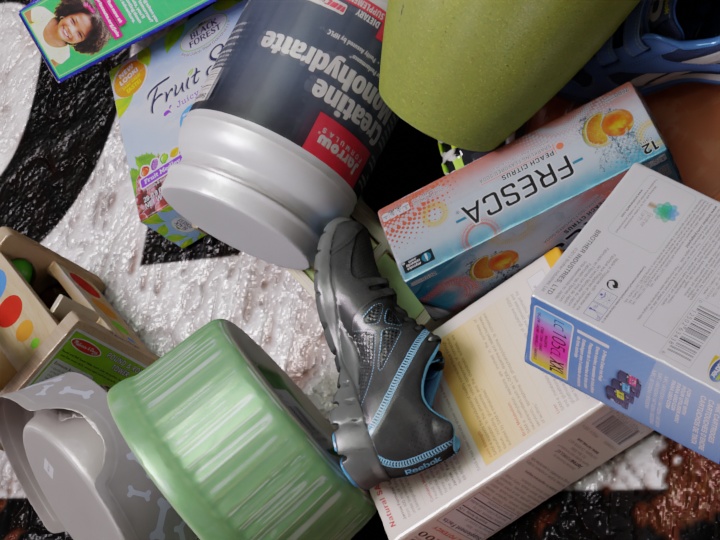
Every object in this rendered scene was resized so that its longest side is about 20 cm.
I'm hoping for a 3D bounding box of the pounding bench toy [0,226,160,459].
[{"bbox_3d":[-0.284,0.050,1.385,0.124,0.200,0.156,-49,51,5],"label":"pounding bench toy"}]

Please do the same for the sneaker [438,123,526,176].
[{"bbox_3d":[0.074,-0.104,1.271,0.072,0.083,0.201,-18,58,64],"label":"sneaker"}]

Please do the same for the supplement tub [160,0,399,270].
[{"bbox_3d":[-0.046,-0.116,1.259,0.140,0.140,0.200,16,74,38],"label":"supplement tub"}]

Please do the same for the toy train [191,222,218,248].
[{"bbox_3d":[-0.085,-0.113,1.351,0.046,0.034,0.201,16,80,38],"label":"toy train"}]

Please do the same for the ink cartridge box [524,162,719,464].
[{"bbox_3d":[0.221,0.037,1.074,0.200,0.076,0.137,27,58,24],"label":"ink cartridge box"}]

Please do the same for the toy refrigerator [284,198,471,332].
[{"bbox_3d":[0.000,0.000,1.299,0.076,0.070,0.200,-48,51,5],"label":"toy refrigerator"}]

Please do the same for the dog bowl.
[{"bbox_3d":[-0.194,0.164,1.285,0.059,0.201,0.200,-33,44,-26],"label":"dog bowl"}]

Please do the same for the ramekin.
[{"bbox_3d":[-0.077,0.129,1.213,0.098,0.200,0.200,-40,51,1],"label":"ramekin"}]

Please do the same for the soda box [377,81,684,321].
[{"bbox_3d":[0.118,-0.046,1.183,0.200,0.064,0.069,-27,54,10],"label":"soda box"}]

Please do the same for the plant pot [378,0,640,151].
[{"bbox_3d":[0.093,-0.188,1.149,0.187,0.187,0.200,50,123,39],"label":"plant pot"}]

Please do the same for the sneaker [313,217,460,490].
[{"bbox_3d":[0.017,0.051,1.178,0.082,0.073,0.201,-14,63,9],"label":"sneaker"}]

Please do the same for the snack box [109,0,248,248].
[{"bbox_3d":[-0.104,-0.140,1.438,0.200,0.068,0.169,-28,56,19],"label":"snack box"}]

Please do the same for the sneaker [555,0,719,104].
[{"bbox_3d":[0.204,-0.166,1.190,0.199,0.082,0.074,-5,67,35],"label":"sneaker"}]

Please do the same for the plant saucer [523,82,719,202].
[{"bbox_3d":[0.211,-0.104,1.229,0.200,0.032,0.201,-15,61,28],"label":"plant saucer"}]

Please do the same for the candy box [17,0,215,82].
[{"bbox_3d":[-0.170,-0.256,1.481,0.200,0.077,0.169,-25,15,24],"label":"candy box"}]

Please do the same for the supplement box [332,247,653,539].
[{"bbox_3d":[0.094,0.096,1.185,0.200,0.073,0.126,-35,53,16],"label":"supplement box"}]
